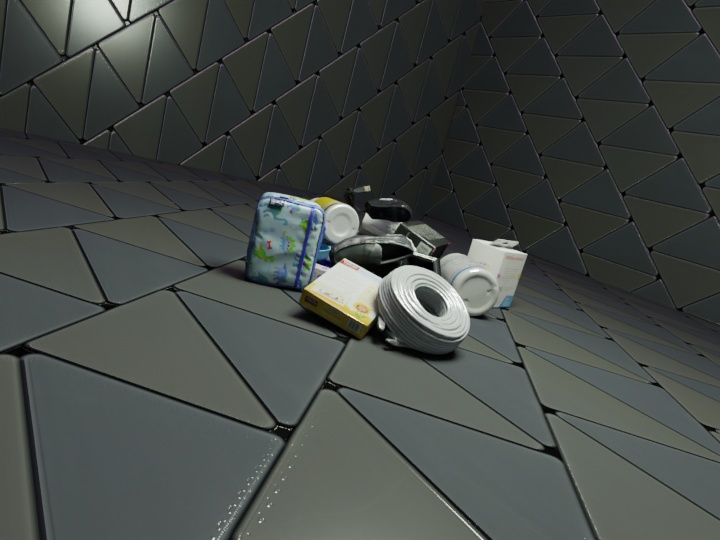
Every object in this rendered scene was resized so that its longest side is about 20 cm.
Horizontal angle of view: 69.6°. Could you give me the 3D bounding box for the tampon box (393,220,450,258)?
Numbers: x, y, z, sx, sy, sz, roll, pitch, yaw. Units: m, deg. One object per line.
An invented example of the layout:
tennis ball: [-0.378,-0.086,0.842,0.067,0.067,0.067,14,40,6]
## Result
tampon box: [0.162,-0.053,1.563,0.126,0.150,0.200,38,19,15]

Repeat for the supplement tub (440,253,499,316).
supplement tub: [0.288,0.035,1.430,0.131,0.133,0.200,13,12,-10]

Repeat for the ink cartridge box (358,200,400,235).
ink cartridge box: [0.062,-0.141,1.621,0.115,0.067,0.200,24,-11,0]

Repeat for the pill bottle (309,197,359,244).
pill bottle: [-0.093,-0.151,1.506,0.114,0.115,0.200,9,11,-27]

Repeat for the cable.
cable: [0.125,0.074,1.031,0.199,0.069,0.201,19,39,-23]

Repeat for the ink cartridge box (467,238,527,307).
ink cartridge box: [0.401,-0.003,1.572,0.128,0.201,0.125,4,16,-43]

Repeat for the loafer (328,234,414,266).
loafer: [0.028,-0.044,1.182,0.199,0.069,0.070,-9,28,-20]

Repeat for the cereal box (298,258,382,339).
cereal box: [-0.017,0.050,1.057,0.143,0.040,0.200,29,27,12]

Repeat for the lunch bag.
lunch bag: [-0.164,-0.065,1.149,0.160,0.201,0.082,13,13,-14]

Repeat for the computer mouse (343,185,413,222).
computer mouse: [0.050,-0.199,1.484,0.199,0.046,0.141,2,-35,16]

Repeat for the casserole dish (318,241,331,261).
casserole dish: [-0.175,-0.054,1.415,0.199,0.039,0.121,-2,19,-27]

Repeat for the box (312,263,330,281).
box: [-0.169,-0.014,1.295,0.199,0.042,0.039,20,14,15]

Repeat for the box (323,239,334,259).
box: [-0.032,-0.048,1.549,0.199,0.069,0.082,5,14,-38]

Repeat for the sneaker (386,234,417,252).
sneaker: [0.127,-0.025,1.347,0.199,0.100,0.075,25,36,-14]

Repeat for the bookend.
bookend: [0.085,0.022,1.231,0.199,0.093,0.199,16,25,0]

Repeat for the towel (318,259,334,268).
towel: [0.000,0.000,1.423,0.147,0.050,0.199,26,16,39]

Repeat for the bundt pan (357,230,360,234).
bundt pan: [-0.063,-0.112,1.784,0.201,0.076,0.202,15,13,-4]
